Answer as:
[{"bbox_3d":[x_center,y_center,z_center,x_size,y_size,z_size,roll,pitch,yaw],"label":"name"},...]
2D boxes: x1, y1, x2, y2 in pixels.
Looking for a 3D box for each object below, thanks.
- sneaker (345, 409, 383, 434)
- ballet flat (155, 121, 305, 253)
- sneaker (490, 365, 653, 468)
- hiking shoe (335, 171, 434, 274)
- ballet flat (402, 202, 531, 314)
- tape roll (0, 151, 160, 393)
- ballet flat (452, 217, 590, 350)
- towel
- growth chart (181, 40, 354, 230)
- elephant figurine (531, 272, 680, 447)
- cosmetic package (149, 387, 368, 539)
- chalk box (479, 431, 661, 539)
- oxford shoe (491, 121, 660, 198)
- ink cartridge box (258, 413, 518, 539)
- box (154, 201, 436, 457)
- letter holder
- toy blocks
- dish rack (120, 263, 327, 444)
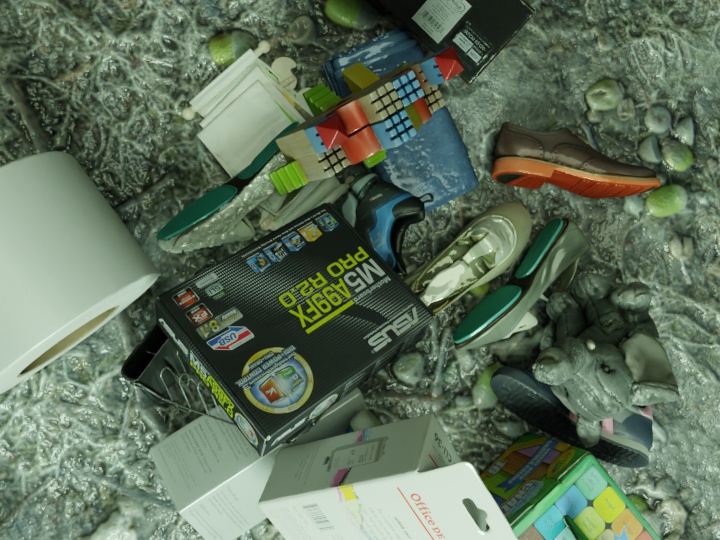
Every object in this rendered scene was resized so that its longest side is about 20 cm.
[{"bbox_3d":[0.003,0.215,0.746,0.111,0.200,0.077,-42,61,-10],"label":"sneaker"},{"bbox_3d":[-0.112,-0.071,0.781,0.200,0.072,0.072,-41,94,-11],"label":"ballet flat"},{"bbox_3d":[0.241,0.146,0.862,0.200,0.070,0.082,30,59,-7],"label":"sneaker"},{"bbox_3d":[0.000,0.000,0.789,0.086,0.074,0.201,22,94,20],"label":"hiking shoe"},{"bbox_3d":[0.120,-0.010,0.839,0.200,0.069,0.070,-40,94,-11],"label":"ballet flat"},{"bbox_3d":[-0.303,0.008,0.685,0.202,0.203,0.139,-37,93,-12],"label":"tape roll"},{"bbox_3d":[0.187,0.028,0.852,0.064,0.067,0.200,44,79,-14],"label":"ballet flat"},{"bbox_3d":[0.047,-0.160,0.845,0.111,0.049,0.201,-25,90,-12],"label":"towel"},{"bbox_3d":[-0.094,-0.139,0.831,0.145,0.018,0.200,-36,93,-12],"label":"growth chart"},{"bbox_3d":[0.238,0.105,0.759,0.155,0.200,0.142,12,122,8],"label":"elephant figurine"},{"bbox_3d":[-0.089,0.173,0.752,0.200,0.113,0.081,-31,53,-14],"label":"cosmetic package"},{"bbox_3d":[0.202,0.258,0.768,0.124,0.200,0.125,-39,94,-11],"label":"chalk box"},{"bbox_3d":[0.251,-0.128,0.874,0.199,0.071,0.073,8,79,-10],"label":"oxford shoe"},{"bbox_3d":[0.030,0.194,0.644,0.199,0.068,0.117,-19,117,28],"label":"ink cartridge box"},{"bbox_3d":[-0.057,0.044,0.687,0.200,0.044,0.160,-32,69,-29],"label":"box"},{"bbox_3d":[0.085,-0.319,0.849,0.200,0.142,0.101,41,111,-7],"label":"letter holder"},{"bbox_3d":[0.013,-0.147,0.728,0.200,0.137,0.100,-35,106,-21],"label":"toy blocks"},{"bbox_3d":[-0.107,0.079,0.728,0.199,0.055,0.154,12,53,28],"label":"dish rack"}]
